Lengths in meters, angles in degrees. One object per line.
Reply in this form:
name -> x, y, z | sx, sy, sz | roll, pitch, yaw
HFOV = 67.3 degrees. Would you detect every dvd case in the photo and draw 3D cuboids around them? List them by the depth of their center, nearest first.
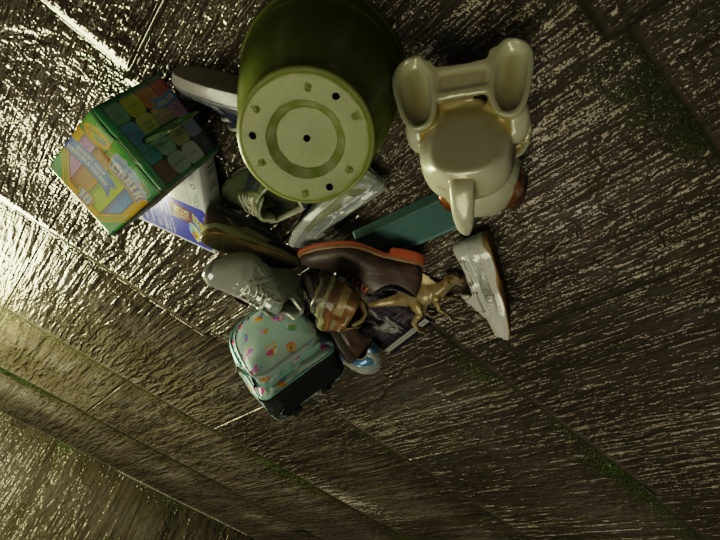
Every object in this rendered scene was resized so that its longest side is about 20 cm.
dvd case -> 0.017, 0.078, 1.008 | 0.198, 0.016, 0.149 | 31, 138, -12

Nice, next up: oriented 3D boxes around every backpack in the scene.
backpack -> -0.153, 0.147, 1.014 | 0.200, 0.175, 0.154 | 38, 159, 46

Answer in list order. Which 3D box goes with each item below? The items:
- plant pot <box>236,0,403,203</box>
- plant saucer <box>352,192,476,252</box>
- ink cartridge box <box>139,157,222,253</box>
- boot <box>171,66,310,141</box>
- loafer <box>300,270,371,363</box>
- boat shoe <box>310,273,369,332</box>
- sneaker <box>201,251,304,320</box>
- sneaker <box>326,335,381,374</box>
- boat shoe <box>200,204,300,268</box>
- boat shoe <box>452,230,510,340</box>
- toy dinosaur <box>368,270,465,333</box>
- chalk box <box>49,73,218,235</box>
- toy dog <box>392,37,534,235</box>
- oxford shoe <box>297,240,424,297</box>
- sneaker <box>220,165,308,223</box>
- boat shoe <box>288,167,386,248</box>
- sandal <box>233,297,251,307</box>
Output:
plant pot -> -0.048, -0.173, 0.566 | 0.197, 0.194, 0.203 | 1, 124, 1
plant saucer -> 0.077, -0.064, 0.821 | 0.198, 0.019, 0.070 | -23, 125, 38
ink cartridge box -> -0.314, -0.139, 0.867 | 0.198, 0.047, 0.199 | 24, 143, 15
boot -> -0.153, -0.196, 0.710 | 0.197, 0.073, 0.091 | 18, 126, 1
loafer -> -0.043, 0.074, 0.977 | 0.201, 0.071, 0.073 | 62, 169, -30
boat shoe -> -0.026, 0.064, 0.831 | 0.073, 0.077, 0.200 | 21, 171, 8
sneaker -> -0.159, 0.028, 0.862 | 0.070, 0.081, 0.199 | -43, 145, 23
sneaker -> -0.049, 0.152, 1.081 | 0.197, 0.072, 0.074 | 8, 119, 25
boat shoe -> -0.170, -0.053, 0.879 | 0.071, 0.067, 0.200 | -15, 157, 34
boat shoe -> 0.189, 0.028, 0.837 | 0.068, 0.071, 0.202 | -11, 123, 20
toy dinosaur -> 0.100, 0.051, 0.928 | 0.198, 0.058, 0.102 | -19, 113, 27
chalk box -> -0.286, -0.158, 0.705 | 0.199, 0.125, 0.124 | -25, 110, 39
toy dog -> 0.135, -0.128, 0.606 | 0.138, 0.197, 0.200 | -13, 166, 16
oxford shoe -> 0.000, 0.000, 0.826 | 0.197, 0.074, 0.071 | 6, 168, -2
sneaker -> -0.143, -0.110, 0.800 | 0.198, 0.091, 0.067 | -8, 135, 30
boat shoe -> -0.042, -0.087, 0.802 | 0.064, 0.075, 0.202 | 37, 131, -14
sandal -> -0.211, 0.030, 0.979 | 0.074, 0.049, 0.201 | 20, 163, 8
